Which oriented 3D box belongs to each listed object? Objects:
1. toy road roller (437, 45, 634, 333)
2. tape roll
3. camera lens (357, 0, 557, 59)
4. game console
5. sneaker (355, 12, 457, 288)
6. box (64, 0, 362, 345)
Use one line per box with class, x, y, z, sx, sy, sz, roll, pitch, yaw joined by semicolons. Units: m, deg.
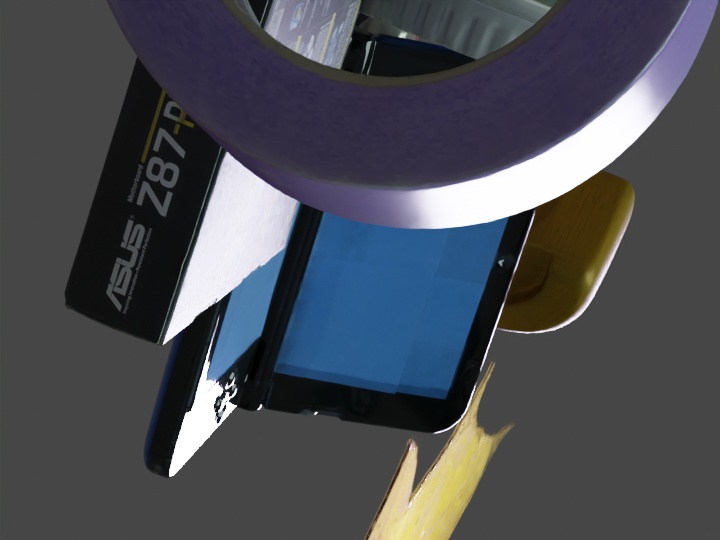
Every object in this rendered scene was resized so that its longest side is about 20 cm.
toy road roller;0.061;-0.007;1.570;0.201;0.145;0.123;101;14;-47
tape roll;0.017;-0.118;0.919;0.085;0.199;0.201;48;64;-79
camera lens;0.080;-0.187;1.232;0.160;0.159;0.201;-10;121;-79
game console;0.000;0.000;1.331;0.171;0.118;0.201;-48;157;-65
sneaker;0.020;-0.043;1.415;0.070;0.093;0.201;-55;164;-54
box;-0.041;-0.087;1.119;0.161;0.049;0.201;-40;150;-67
